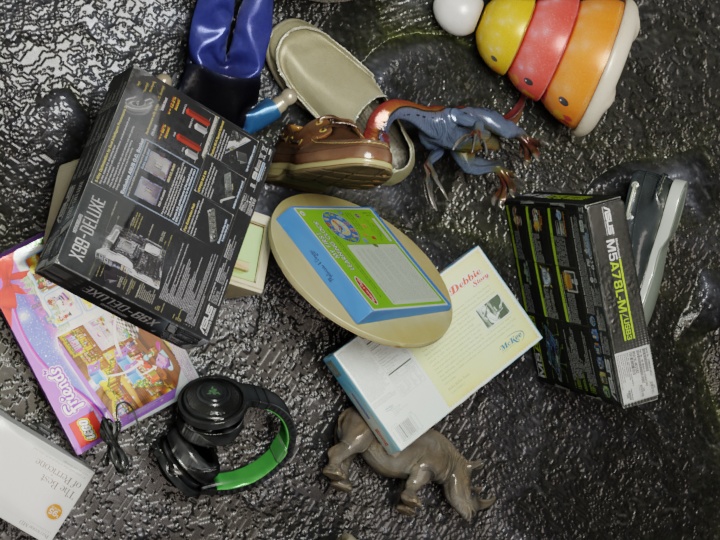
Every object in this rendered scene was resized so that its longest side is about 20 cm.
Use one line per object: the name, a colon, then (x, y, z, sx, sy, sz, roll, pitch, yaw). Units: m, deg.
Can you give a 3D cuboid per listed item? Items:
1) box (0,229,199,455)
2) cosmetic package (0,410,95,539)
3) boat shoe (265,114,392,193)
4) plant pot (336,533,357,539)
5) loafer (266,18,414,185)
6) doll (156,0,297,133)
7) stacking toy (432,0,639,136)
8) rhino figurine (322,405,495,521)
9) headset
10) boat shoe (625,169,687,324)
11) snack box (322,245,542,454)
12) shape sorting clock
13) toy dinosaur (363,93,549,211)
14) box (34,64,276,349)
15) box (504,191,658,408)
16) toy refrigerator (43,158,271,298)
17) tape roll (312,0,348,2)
box: (-0.253, 0.053, 1.390, 0.137, 0.039, 0.201, -28, 102, -15)
cosmetic package: (-0.351, 0.166, 1.361, 0.200, 0.051, 0.083, 34, 84, -17)
boat shoe: (-0.032, -0.112, 1.367, 0.072, 0.200, 0.068, 11, 86, -27)
plant pot: (0.004, 0.364, 1.433, 0.200, 0.200, 0.184, -44, 94, -10)
loafer: (-0.011, -0.166, 1.438, 0.200, 0.068, 0.076, 45, 80, -16)
doll: (-0.125, -0.179, 1.390, 0.136, 0.048, 0.201, 10, 105, -19)
stacking toy: (0.166, -0.232, 1.481, 0.199, 0.146, 0.147, 21, 87, 1)
rhino figurine: (0.054, 0.198, 1.489, 0.199, 0.060, 0.088, 23, 64, -19)
headset: (-0.150, 0.165, 1.386, 0.199, 0.094, 0.124, 13, 121, -31)
boat shoe: (0.288, -0.007, 1.554, 0.060, 0.076, 0.201, 19, 99, 19)
snack box: (0.074, 0.077, 1.470, 0.200, 0.037, 0.116, -35, 91, -24)
shape sorting clock: (0.000, 0.000, 1.403, 0.200, 0.200, 0.039, 28, 119, -18)
toy dinosaur: (0.082, -0.129, 1.436, 0.181, 0.200, 0.105, 27, 120, -22)
box: (-0.175, -0.054, 1.294, 0.157, 0.050, 0.201, 29, 65, -28)
box: (0.215, 0.024, 1.462, 0.047, 0.193, 0.201, -14, 97, -14)
toy refrigerator: (-0.180, -0.037, 1.359, 0.200, 0.070, 0.076, 19, 74, -34)
tape roll: (-0.020, -0.355, 1.370, 0.202, 0.139, 0.204, -1, 95, -11)
